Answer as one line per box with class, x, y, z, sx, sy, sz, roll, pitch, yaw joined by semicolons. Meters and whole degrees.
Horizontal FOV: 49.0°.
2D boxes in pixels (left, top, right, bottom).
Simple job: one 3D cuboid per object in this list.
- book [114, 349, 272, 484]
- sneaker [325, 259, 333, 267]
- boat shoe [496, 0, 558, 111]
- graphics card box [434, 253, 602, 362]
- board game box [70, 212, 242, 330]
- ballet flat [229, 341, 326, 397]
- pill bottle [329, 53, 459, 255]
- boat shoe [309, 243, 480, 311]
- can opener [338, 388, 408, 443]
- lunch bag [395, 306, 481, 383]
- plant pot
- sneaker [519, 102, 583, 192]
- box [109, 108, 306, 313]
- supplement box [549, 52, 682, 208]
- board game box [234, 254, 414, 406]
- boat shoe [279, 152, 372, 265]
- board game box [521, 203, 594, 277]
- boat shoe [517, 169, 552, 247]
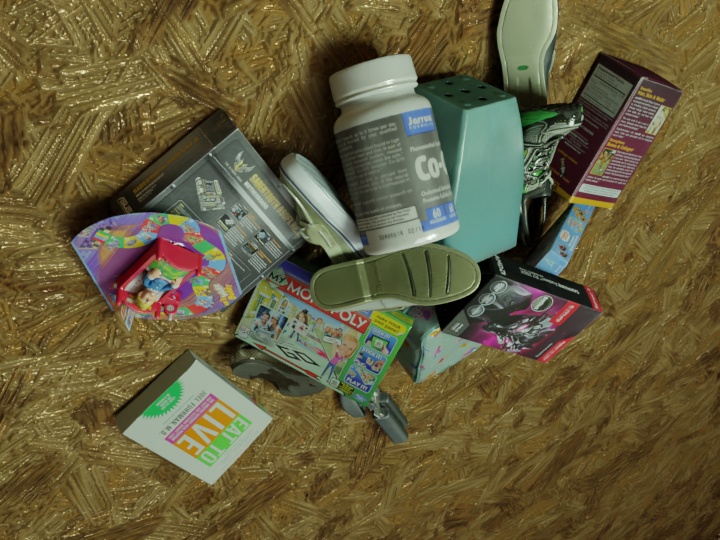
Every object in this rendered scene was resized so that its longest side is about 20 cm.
book;-0.224;0.204;1.096;0.134;0.048;0.200;-44;138;-3
sneaker;0.000;0.000;1.051;0.199;0.073;0.072;-33;-175;1
boat shoe;0.209;-0.285;0.988;0.071;0.068;0.201;6;131;14
graphics card box;0.216;0.054;1.082;0.199;0.051;0.126;19;130;-28
board game box;-0.218;0.015;0.862;0.157;0.039;0.201;-6;145;0
ballet flat;-0.115;0.139;1.122;0.067;0.047;0.200;-29;148;22
pill bottle;0.035;-0.127;0.878;0.113;0.114;0.202;-18;97;-25
boat shoe;0.042;0.010;0.939;0.198;0.075;0.068;-4;175;7
can opener;0.022;0.233;1.320;0.066;0.054;0.200;-12;143;16
lunch bag;0.130;0.083;1.207;0.160;0.077;0.200;-32;156;-16
plant pot;0.114;-0.128;0.981;0.141;0.141;0.201;-21;131;-34
sneaker;0.223;-0.150;1.001;0.077;0.086;0.200;-9;166;-18
box;-0.159;-0.061;0.900;0.158;0.048;0.200;-41;141;-2
supplement box;0.359;-0.200;1.154;0.110;0.086;0.201;2;124;-39
board game box;-0.049;0.073;1.020;0.135;0.199;0.029;-63;179;24
boat shoe;-0.041;-0.055;0.914;0.062;0.072;0.200;-35;136;7
board game box;0.275;-0.015;1.189;0.152;0.037;0.200;-55;176;37
boat shoe;0.250;-0.132;1.127;0.071;0.068;0.201;-9;121;-37
